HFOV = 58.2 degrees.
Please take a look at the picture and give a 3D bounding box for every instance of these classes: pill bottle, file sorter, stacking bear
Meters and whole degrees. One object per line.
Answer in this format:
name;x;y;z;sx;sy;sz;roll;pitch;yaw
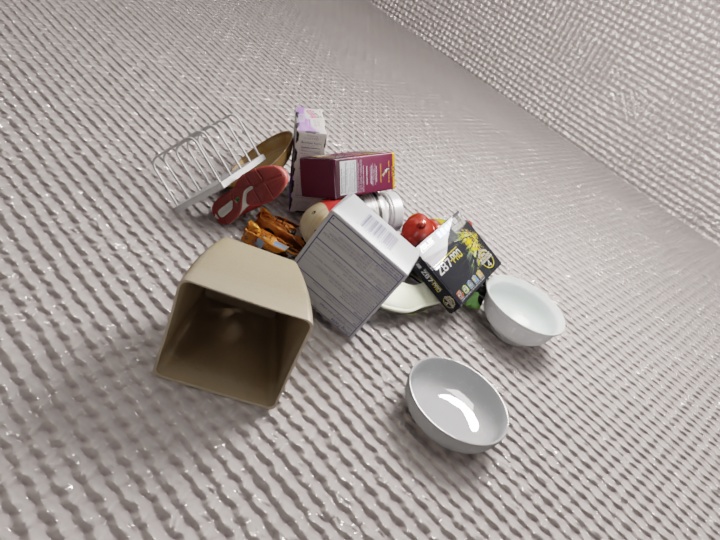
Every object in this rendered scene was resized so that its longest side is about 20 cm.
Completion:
pill bottle;-0.008;-0.125;1.491;0.198;0.115;0.114;-9;45;-27
file sorter;-0.326;-0.235;1.384;0.125;0.138;0.200;60;29;-15
stacking bear;0.174;-0.080;1.552;0.199;0.121;0.115;17;59;-47

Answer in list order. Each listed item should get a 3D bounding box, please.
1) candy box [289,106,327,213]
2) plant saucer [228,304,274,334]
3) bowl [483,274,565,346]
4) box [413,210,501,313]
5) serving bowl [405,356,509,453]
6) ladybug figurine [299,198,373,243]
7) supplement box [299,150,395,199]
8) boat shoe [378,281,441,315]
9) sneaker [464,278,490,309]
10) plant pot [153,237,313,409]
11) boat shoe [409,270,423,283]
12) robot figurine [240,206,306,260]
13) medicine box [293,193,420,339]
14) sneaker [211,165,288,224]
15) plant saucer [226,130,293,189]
candy box;-0.127;-0.263;1.533;0.071;0.202;0.168;4;30;-9
plant saucer;-0.188;0.060;1.202;0.198;0.037;0.201;20;32;-13
bowl;0.358;0.108;1.483;0.199;0.091;0.202;18;33;-12
box;0.210;-0.022;1.444;0.162;0.049;0.200;50;49;3
serving bowl;0.163;0.250;1.158;0.198;0.066;0.201;19;32;-12
ladybug figurine;-0.029;-0.093;1.361;0.198;0.072;0.137;-3;72;-32
supplement box;-0.026;-0.214;1.433;0.110;0.087;0.199;11;19;41
boat shoe;0.099;0.063;1.386;0.200;0.060;0.073;-5;66;-40
sneaker;0.285;0.014;1.570;0.076;0.084;0.201;23;32;-8
plant pot;-0.190;0.067;1.029;0.198;0.201;0.178;19;33;-12
boat shoe;0.113;-0.016;1.503;0.199;0.076;0.061;28;69;30
robot figurine;-0.145;-0.055;1.375;0.198;0.059;0.145;26;33;-1
medicine box;-0.020;-0.007;1.233;0.182;0.200;0.103;40;33;-1
sneaker;-0.219;-0.176;1.381;0.079;0.198;0.116;62;26;-11
plant saucer;-0.228;-0.246;1.504;0.036;0.199;0.201;51;20;-29
